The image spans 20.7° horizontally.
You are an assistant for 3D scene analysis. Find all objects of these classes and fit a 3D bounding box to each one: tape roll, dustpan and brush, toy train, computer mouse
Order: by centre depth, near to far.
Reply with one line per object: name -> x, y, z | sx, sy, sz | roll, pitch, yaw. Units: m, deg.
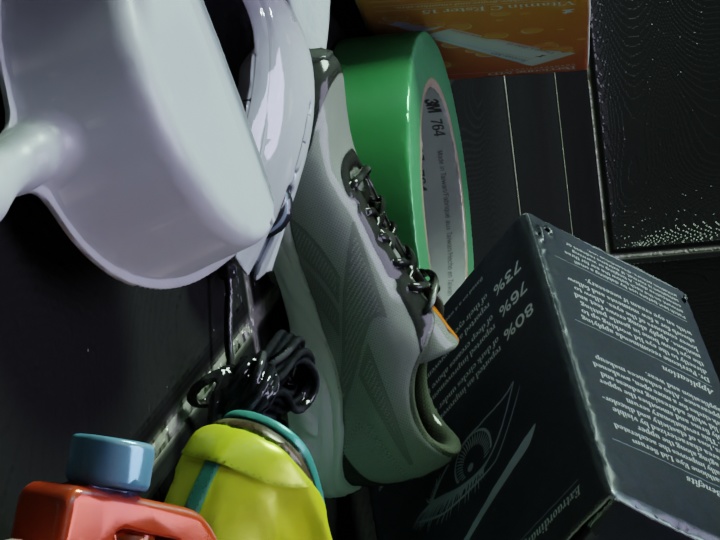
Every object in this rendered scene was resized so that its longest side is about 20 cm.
toy train -> -0.067, 0.148, 0.549 | 0.150, 0.056, 0.200 | 13, 82, -50
dustpan and brush -> -0.081, -0.044, 0.575 | 0.200, 0.057, 0.140 | -79, 150, -73
computer mouse -> -0.039, -0.036, 0.770 | 0.110, 0.044, 0.200 | 26, 60, -76
tape roll -> 0.024, -0.028, 1.072 | 0.200, 0.048, 0.201 | -4, 90, -79

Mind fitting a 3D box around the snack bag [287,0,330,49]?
snack bag -> -0.039, -0.210, 0.906 | 0.200, 0.021, 0.189 | 74, 16, -44

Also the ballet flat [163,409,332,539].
ballet flat -> -0.030, 0.132, 0.731 | 0.067, 0.067, 0.200 | -62, 149, -31

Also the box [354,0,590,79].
box -> 0.064, -0.177, 1.100 | 0.200, 0.124, 0.098 | 47, 40, -80

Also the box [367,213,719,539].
box -> 0.088, 0.098, 0.895 | 0.104, 0.148, 0.200 | 25, 31, -25

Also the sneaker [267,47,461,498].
sneaker -> 0.000, 0.000, 0.865 | 0.074, 0.079, 0.200 | -51, 134, -71
